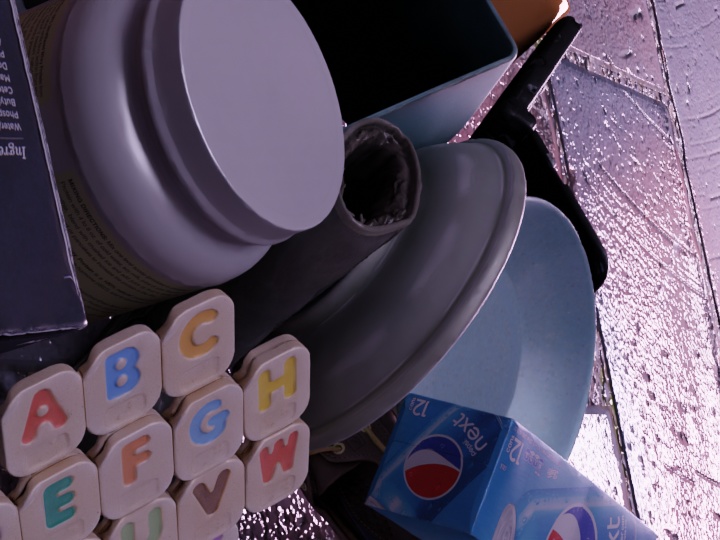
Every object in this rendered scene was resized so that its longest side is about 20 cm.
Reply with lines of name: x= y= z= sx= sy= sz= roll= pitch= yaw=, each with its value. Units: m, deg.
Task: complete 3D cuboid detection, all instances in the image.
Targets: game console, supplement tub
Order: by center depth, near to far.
supplement tub: x=-0.123 y=-0.051 z=0.786 sx=0.145 sy=0.200 sz=0.145 roll=35 pitch=47 yaw=-49
game console: x=0.108 y=-0.037 z=1.153 sx=0.116 sy=0.200 sz=0.176 roll=36 pitch=51 yaw=-1

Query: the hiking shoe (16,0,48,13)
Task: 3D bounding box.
hiking shoe: x=-0.130 y=-0.094 z=0.912 sx=0.074 sy=0.087 sz=0.200 roll=-29 pitch=101 yaw=-60

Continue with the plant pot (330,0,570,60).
plant pot: x=0.048 y=-0.203 z=1.159 sx=0.200 sy=0.140 sz=0.200 roll=59 pitch=9 yaw=-16

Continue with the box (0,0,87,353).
box: x=-0.224 y=-0.047 z=0.607 sx=0.124 sy=0.200 sz=0.197 roll=-9 pitch=83 yaw=-59

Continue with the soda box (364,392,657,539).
soda box: x=0.086 y=0.134 z=0.927 sx=0.200 sy=0.068 sz=0.064 roll=39 pitch=68 yaw=-51

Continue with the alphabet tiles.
alphabet tiles: x=-0.103 y=0.106 z=0.784 sx=0.200 sy=0.015 sz=0.196 roll=-27 pitch=137 yaw=-31

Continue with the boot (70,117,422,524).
boot: x=-0.064 y=0.026 z=0.847 sx=0.073 sy=0.200 sz=0.182 roll=46 pitch=36 yaw=-23

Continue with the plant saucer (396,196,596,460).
plant saucer: x=0.069 y=0.056 z=0.978 sx=0.201 sy=0.039 sz=0.201 roll=-16 pitch=109 yaw=-52

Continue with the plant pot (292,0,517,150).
plant pot: x=-0.023 y=-0.110 z=0.976 sx=0.142 sy=0.141 sz=0.200 roll=61 pitch=-16 yaw=14

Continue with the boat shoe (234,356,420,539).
boat shoe: x=-0.004 y=0.114 z=0.994 sx=0.200 sy=0.072 sz=0.060 roll=49 pitch=26 yaw=5

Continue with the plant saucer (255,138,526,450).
plant saucer: x=0.000 y=0.000 z=0.912 sx=0.050 sy=0.200 sz=0.200 roll=38 pitch=42 yaw=-22
